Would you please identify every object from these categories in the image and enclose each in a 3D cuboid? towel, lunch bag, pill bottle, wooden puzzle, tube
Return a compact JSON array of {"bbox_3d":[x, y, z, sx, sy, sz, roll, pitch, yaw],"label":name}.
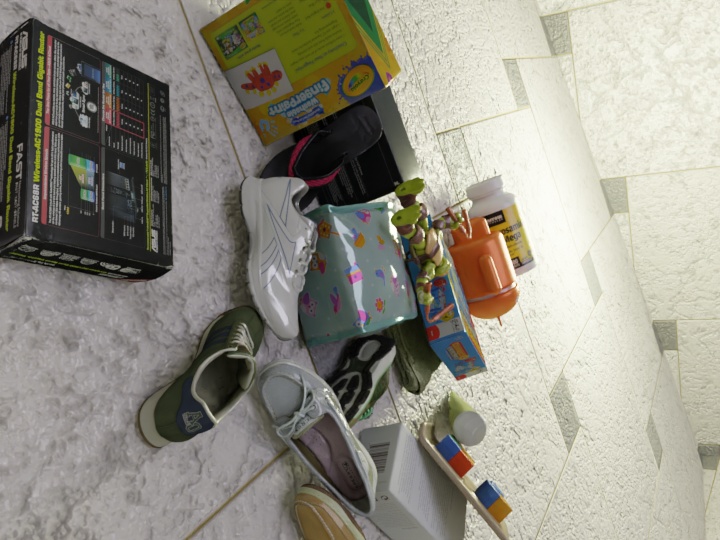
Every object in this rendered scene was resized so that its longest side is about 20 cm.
[{"bbox_3d":[0.076,0.079,1.069,0.148,0.036,0.204,-37,108,-58],"label":"towel"},{"bbox_3d":[0.000,0.000,0.907,0.198,0.120,0.174,-10,84,-55],"label":"lunch bag"},{"bbox_3d":[0.290,-0.090,1.407,0.112,0.111,0.204,-32,103,-57],"label":"pill bottle"},{"bbox_3d":[0.159,0.299,0.961,0.201,0.046,0.185,54,0,17],"label":"wooden puzzle"},{"bbox_3d":[0.161,0.238,1.067,0.059,0.051,0.200,-62,176,-2],"label":"tube"}]

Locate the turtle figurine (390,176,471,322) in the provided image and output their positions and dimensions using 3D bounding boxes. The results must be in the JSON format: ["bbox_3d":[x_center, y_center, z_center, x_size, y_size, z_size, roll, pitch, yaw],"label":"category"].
[{"bbox_3d":[0.092,-0.047,0.923,0.162,0.063,0.203,57,47,-42],"label":"turtle figurine"}]

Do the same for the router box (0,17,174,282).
[{"bbox_3d":[-0.249,-0.100,0.615,0.149,0.061,0.205,18,62,-54],"label":"router box"}]

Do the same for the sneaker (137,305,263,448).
[{"bbox_3d":[-0.133,0.099,0.683,0.068,0.088,0.201,60,34,-18],"label":"sneaker"}]

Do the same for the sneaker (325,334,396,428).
[{"bbox_3d":[0.000,0.172,0.887,0.200,0.075,0.090,-47,132,-49],"label":"sneaker"}]

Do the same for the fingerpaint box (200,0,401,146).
[{"bbox_3d":[-0.073,-0.276,0.840,0.169,0.197,0.074,60,34,-19],"label":"fingerpaint box"}]

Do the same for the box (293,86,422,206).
[{"bbox_3d":[-0.016,-0.197,0.951,0.079,0.139,0.204,-35,106,-56],"label":"box"}]

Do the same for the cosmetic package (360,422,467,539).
[{"bbox_3d":[0.070,0.311,0.922,0.201,0.070,0.103,52,36,-30],"label":"cosmetic package"}]

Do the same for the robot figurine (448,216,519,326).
[{"bbox_3d":[0.233,0.003,1.274,0.115,0.143,0.204,-22,94,-35],"label":"robot figurine"}]

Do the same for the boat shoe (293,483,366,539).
[{"bbox_3d":[-0.028,0.340,0.768,0.076,0.071,0.203,-42,111,-38],"label":"boat shoe"}]

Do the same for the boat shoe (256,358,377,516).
[{"bbox_3d":[-0.046,0.189,0.764,0.204,0.074,0.065,57,1,-11],"label":"boat shoe"}]

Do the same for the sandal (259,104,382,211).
[{"bbox_3d":[-0.054,-0.142,0.854,0.076,0.199,0.045,50,-8,-7],"label":"sandal"}]

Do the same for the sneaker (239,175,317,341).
[{"bbox_3d":[-0.090,-0.021,0.789,0.075,0.085,0.205,56,25,-79],"label":"sneaker"}]

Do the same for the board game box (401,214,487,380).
[{"bbox_3d":[0.132,0.048,1.057,0.200,0.055,0.200,50,23,-60],"label":"board game box"}]
